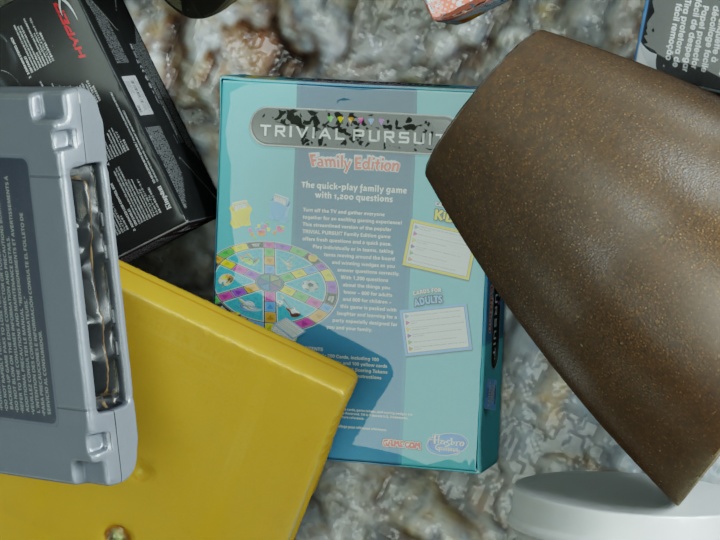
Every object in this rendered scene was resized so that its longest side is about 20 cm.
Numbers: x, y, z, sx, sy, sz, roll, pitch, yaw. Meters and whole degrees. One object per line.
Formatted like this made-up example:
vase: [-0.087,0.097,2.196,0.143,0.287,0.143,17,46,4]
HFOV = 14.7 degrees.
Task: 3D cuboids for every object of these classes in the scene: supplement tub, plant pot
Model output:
supplement tub: [0.131,0.210,1.408,0.145,0.145,0.200,5,96,14]
plant pot: [0.136,-0.020,1.363,0.200,0.187,0.187,39,103,8]

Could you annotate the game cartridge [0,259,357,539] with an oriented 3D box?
game cartridge: [-0.111,0.098,1.478,0.176,0.032,0.200,25,120,6]

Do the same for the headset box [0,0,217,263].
headset box: [-0.197,-0.051,1.506,0.200,0.077,0.149,-27,88,16]

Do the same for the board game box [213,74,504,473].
board game box: [0.000,0.000,1.474,0.151,0.047,0.200,4,95,15]

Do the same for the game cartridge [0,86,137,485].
game cartridge: [-0.177,0.005,1.419,0.133,0.042,0.200,6,105,46]

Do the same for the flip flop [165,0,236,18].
flip flop: [-0.044,-0.187,1.435,0.081,0.058,0.200,57,143,-4]

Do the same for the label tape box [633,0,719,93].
label tape box: [0.247,-0.149,1.389,0.200,0.066,0.143,13,98,15]

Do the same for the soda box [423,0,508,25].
soda box: [0.028,-0.227,1.437,0.064,0.068,0.200,-26,88,13]
